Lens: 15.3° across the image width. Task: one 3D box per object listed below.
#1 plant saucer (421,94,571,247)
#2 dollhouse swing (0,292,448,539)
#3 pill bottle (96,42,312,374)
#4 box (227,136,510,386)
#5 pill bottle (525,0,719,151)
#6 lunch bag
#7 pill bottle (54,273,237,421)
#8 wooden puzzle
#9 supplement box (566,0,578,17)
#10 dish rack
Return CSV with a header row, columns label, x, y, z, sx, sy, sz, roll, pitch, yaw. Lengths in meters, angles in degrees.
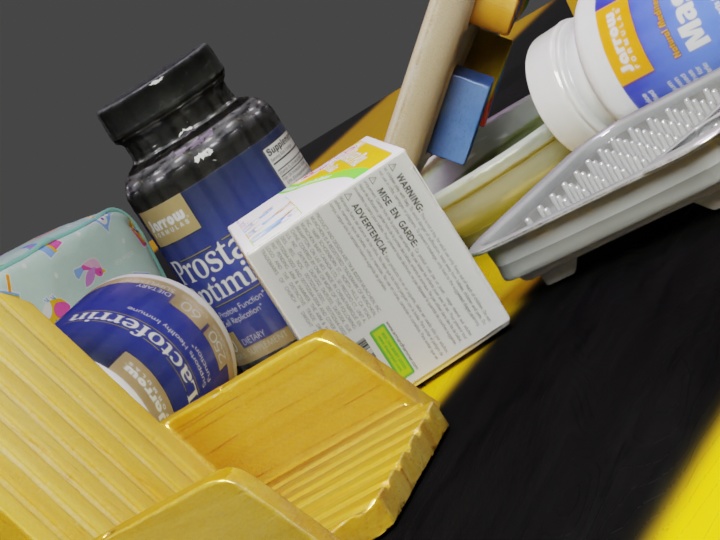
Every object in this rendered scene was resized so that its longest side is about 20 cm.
label,x,y,z,sx,sy,sz,roll,pitch,yaw
plant saucer,0.092,-0.063,1.719,0.200,0.050,0.200,-33,9,6
dollhouse swing,-0.090,0.063,1.238,0.181,0.176,0.200,-30,7,21
pill bottle,-0.080,-0.039,1.714,0.112,0.201,0.112,-32,8,5
box,0.000,0.000,1.485,0.101,0.113,0.200,-33,7,-2
pill bottle,0.195,-0.141,1.553,0.200,0.112,0.112,-28,10,36
lunch bag,-0.195,0.060,1.754,0.077,0.161,0.200,-21,8,36
pill bottle,-0.156,0.088,1.569,0.115,0.116,0.200,-29,10,26
wooden puzzle,0.075,-0.146,1.689,0.200,0.046,0.186,-46,-24,-69
supplement box,0.203,-0.269,1.699,0.197,0.201,0.133,-2,-26,-48
dish rack,0.165,-0.059,1.427,0.200,0.044,0.172,-26,12,43
